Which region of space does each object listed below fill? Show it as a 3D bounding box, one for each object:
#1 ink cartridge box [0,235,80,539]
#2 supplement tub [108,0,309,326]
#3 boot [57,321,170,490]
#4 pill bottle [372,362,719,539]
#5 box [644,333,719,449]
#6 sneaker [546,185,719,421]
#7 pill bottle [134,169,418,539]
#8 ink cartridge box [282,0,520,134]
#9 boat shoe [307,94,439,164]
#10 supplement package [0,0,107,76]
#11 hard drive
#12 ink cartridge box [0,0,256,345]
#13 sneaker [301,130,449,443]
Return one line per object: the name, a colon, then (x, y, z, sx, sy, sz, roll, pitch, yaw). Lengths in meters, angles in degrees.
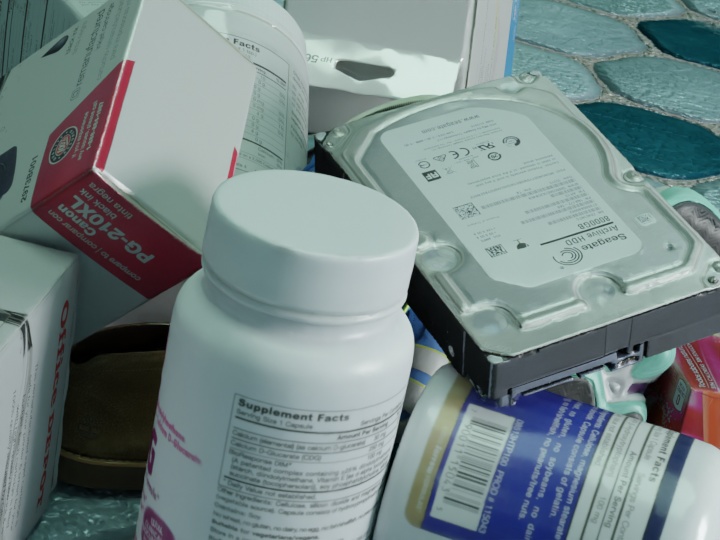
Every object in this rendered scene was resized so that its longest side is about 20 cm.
ink cartridge box: (-0.197, 0.083, 0.871, 0.084, 0.145, 0.200, 14, 24, 5)
supplement tub: (-0.096, -0.053, 1.147, 0.132, 0.132, 0.200, 7, 54, -10)
boot: (-0.068, 0.071, 1.046, 0.200, 0.076, 0.074, 2, 21, -29)
pill bottle: (0.116, 0.128, 0.950, 0.200, 0.120, 0.120, 18, 25, 12)
box: (0.193, 0.067, 1.144, 0.095, 0.100, 0.200, 6, 25, -12)
sneaker: (0.116, 0.038, 1.099, 0.078, 0.200, 0.140, 37, -2, -18)
pill bottle: (-0.038, 0.063, 0.923, 0.113, 0.200, 0.113, 10, 24, -4)
ink cartridge box: (0.026, -0.158, 1.306, 0.128, 0.125, 0.200, 10, 16, 11)
boat shoe: (-0.019, -0.040, 1.218, 0.199, 0.075, 0.066, -22, 22, 18)
supplement package: (-0.186, -0.160, 1.445, 0.117, 0.117, 0.200, -2, 28, -27)
hard drive: (0.078, -0.023, 1.000, 0.140, 0.038, 0.200, -17, 44, -18)
ink cartridge box: (-0.159, -0.037, 1.015, 0.084, 0.200, 0.145, 39, 40, -29)
sneaker: (0.000, 0.000, 1.083, 0.105, 0.076, 0.200, 36, 32, -30)
